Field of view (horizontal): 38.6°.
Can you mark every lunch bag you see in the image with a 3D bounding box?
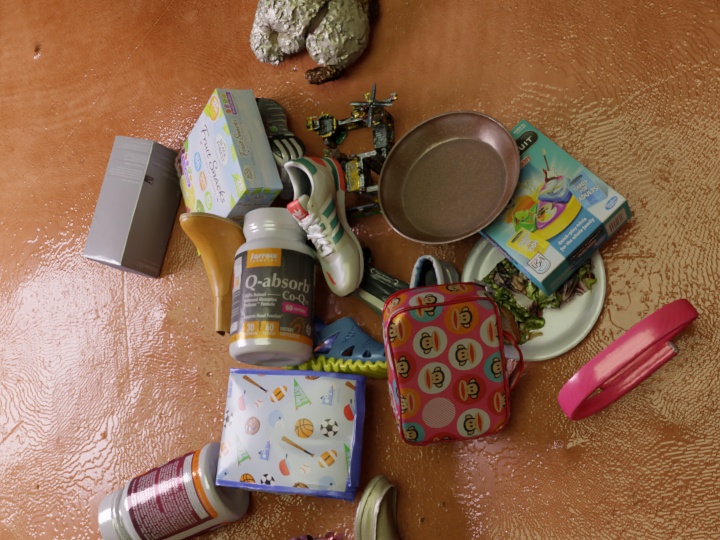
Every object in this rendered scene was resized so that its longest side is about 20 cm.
[{"bbox_3d":[-0.082,0.225,1.412,0.198,0.123,0.173,-4,76,31],"label":"lunch bag"},{"bbox_3d":[0.121,0.117,1.309,0.174,0.082,0.203,-7,109,-3],"label":"lunch bag"}]

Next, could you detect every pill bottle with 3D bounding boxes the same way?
[{"bbox_3d":[-0.269,0.334,1.475,0.198,0.114,0.115,-25,70,17],"label":"pill bottle"},{"bbox_3d":[-0.119,0.024,1.413,0.115,0.116,0.203,-6,72,23],"label":"pill bottle"}]

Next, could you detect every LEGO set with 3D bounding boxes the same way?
[{"bbox_3d":[-0.018,-0.162,1.469,0.152,0.116,0.203,-1,78,24],"label":"LEGO set"}]

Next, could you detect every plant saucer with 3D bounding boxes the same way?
[{"bbox_3d":[0.120,-0.118,1.366,0.198,0.037,0.203,-12,60,21],"label":"plant saucer"}]

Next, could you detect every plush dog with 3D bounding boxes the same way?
[{"bbox_3d":[-0.063,-0.379,1.538,0.171,0.160,0.201,33,95,0],"label":"plush dog"}]

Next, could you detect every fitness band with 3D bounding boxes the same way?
[{"bbox_3d":[0.325,0.110,1.241,0.200,0.143,0.038,-41,67,11],"label":"fitness band"}]

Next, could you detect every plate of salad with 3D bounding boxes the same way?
[{"bbox_3d":[0.224,0.018,1.360,0.197,0.048,0.203,-6,76,23],"label":"plate of salad"}]

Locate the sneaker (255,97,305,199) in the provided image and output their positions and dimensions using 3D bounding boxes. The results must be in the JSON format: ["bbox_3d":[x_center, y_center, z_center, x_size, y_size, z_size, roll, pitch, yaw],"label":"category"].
[{"bbox_3d":[-0.142,-0.174,1.556,0.201,0.074,0.117,-120,31,-49],"label":"sneaker"}]

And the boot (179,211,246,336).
[{"bbox_3d":[-0.193,0.014,1.462,0.070,0.201,0.146,-5,66,31],"label":"boot"}]

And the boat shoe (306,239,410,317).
[{"bbox_3d":[-0.001,-0.001,1.453,0.066,0.075,0.199,-49,53,-8],"label":"boat shoe"}]

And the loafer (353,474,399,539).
[{"bbox_3d":[0.031,0.373,1.358,0.067,0.075,0.203,5,90,23],"label":"loafer"}]

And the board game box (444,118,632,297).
[{"bbox_3d":[0.229,-0.086,1.348,0.151,0.047,0.200,-43,55,-1],"label":"board game box"}]

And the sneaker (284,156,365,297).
[{"bbox_3d":[-0.058,-0.060,1.385,0.070,0.093,0.203,-23,73,41],"label":"sneaker"}]

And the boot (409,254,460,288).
[{"bbox_3d":[0.093,0.081,1.378,0.073,0.095,0.203,-5,76,23],"label":"boot"}]

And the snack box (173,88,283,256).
[{"bbox_3d":[-0.200,-0.143,1.520,0.200,0.067,0.171,-45,58,49],"label":"snack box"}]

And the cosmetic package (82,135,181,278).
[{"bbox_3d":[-0.350,-0.098,1.612,0.089,0.107,0.203,8,84,26],"label":"cosmetic package"}]

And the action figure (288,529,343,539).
[{"bbox_3d":[-0.099,0.423,1.408,0.200,0.134,0.149,-42,22,-3],"label":"action figure"}]

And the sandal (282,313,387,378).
[{"bbox_3d":[-0.021,0.105,1.437,0.197,0.079,0.088,3,76,23],"label":"sandal"}]
